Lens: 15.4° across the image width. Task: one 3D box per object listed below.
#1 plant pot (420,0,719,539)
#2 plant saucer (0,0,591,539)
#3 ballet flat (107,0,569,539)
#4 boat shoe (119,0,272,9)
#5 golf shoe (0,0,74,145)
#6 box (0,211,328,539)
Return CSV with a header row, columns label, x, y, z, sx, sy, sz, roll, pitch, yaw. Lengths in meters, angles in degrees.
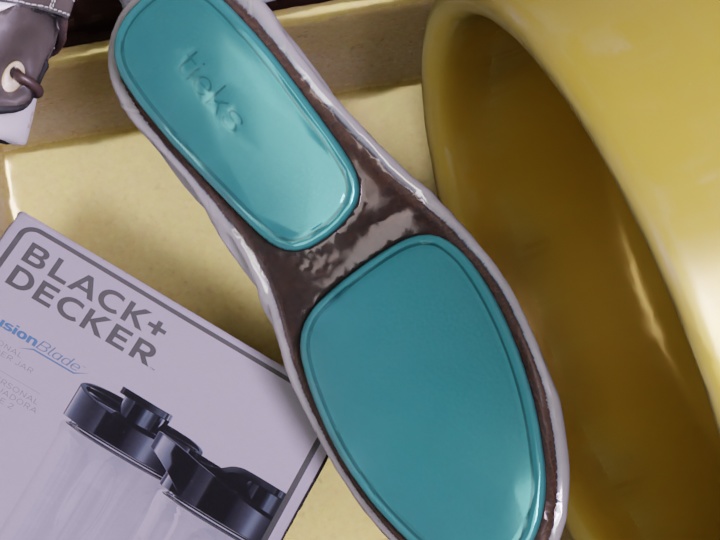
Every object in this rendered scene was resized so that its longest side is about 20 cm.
label,x,y,z,sx,sy,sz,roll,pitch,yaw
plant pot,0.140,-0.013,0.716,0.189,0.201,0.201,-21,93,-12
plant saucer,-0.030,0.022,0.827,0.200,0.048,0.200,-10,93,1
ballet flat,0.000,0.000,0.757,0.069,0.069,0.200,-35,79,3
boat shoe,0.020,-0.118,0.776,0.202,0.074,0.065,-8,60,20
golf shoe,-0.107,-0.088,0.770,0.200,0.078,0.095,-36,101,-8
box,-0.096,0.089,0.716,0.117,0.200,0.060,32,136,0
